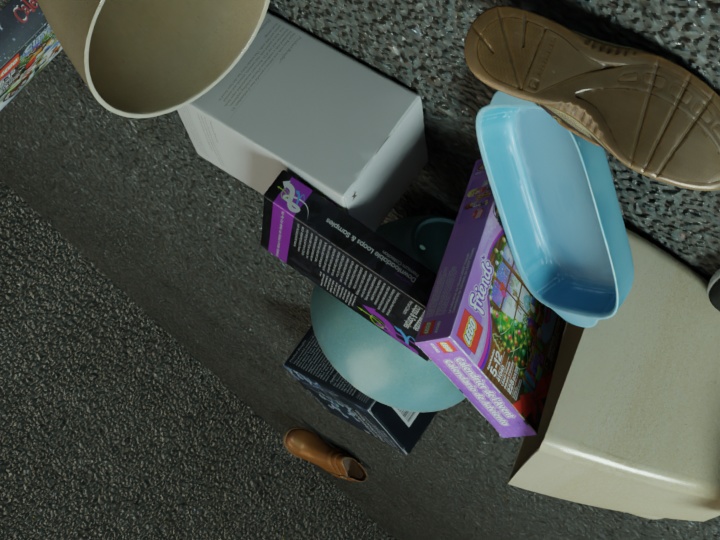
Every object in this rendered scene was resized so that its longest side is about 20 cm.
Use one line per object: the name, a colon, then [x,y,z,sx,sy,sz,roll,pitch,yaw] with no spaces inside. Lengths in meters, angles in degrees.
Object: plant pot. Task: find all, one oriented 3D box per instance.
plant pot: [-0.205,-0.264,1.002,0.200,0.187,0.188,45,169,23]
plant pot: [0.254,0.112,1.034,0.176,0.201,0.200,22,163,7]
plant pot: [0.064,0.023,1.216,0.199,0.200,0.135,36,134,4]

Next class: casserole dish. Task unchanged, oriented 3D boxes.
casserole dish: [0.155,-0.053,0.927,0.121,0.039,0.201,13,128,57]

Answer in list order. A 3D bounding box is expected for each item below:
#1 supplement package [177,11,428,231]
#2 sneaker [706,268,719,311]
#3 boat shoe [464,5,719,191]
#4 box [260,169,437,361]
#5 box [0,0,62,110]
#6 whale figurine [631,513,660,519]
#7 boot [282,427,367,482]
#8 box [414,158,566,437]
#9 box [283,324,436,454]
supplement package: [-0.053,-0.131,1.102,0.199,0.122,0.120,32,163,19]
sneaker: [0.312,0.050,0.871,0.071,0.100,0.200,42,165,-26]
boat shoe: [0.164,-0.118,0.801,0.199,0.073,0.072,25,-166,5]
box: [0.000,0.000,1.075,0.199,0.036,0.143,36,163,4]
box: [-0.291,-0.247,1.138,0.038,0.200,0.137,42,164,-7]
whale figurine: [0.312,0.218,1.393,0.158,0.105,0.200,16,-177,15]
boot: [-0.081,0.447,2.904,0.199,0.074,0.154,31,169,-26]
box: [0.123,0.019,1.010,0.039,0.201,0.137,-13,134,40]
box: [0.004,0.177,1.880,0.199,0.107,0.149,24,160,42]
